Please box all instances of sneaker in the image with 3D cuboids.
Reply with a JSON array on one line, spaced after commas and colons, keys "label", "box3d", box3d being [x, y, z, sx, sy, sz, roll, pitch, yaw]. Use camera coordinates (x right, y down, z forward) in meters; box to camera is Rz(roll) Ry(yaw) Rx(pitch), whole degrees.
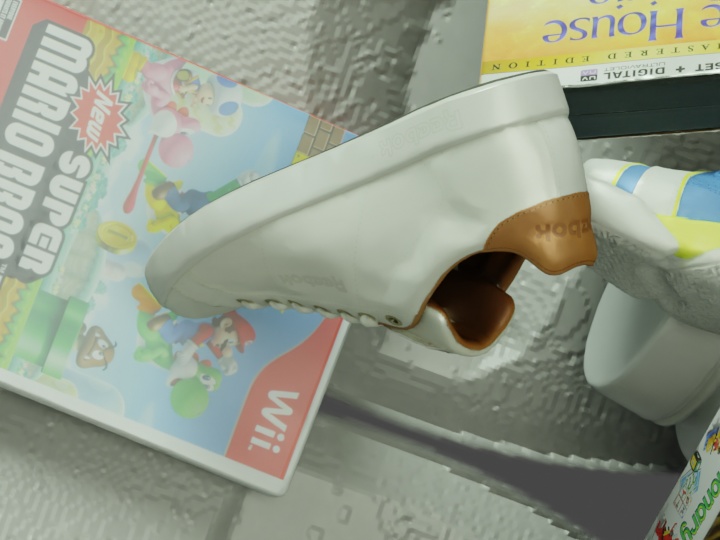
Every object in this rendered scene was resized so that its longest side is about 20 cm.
[{"label": "sneaker", "box3d": [0.000, 0.000, 1.025, 0.073, 0.199, 0.085, -16, 85, -46]}, {"label": "sneaker", "box3d": [0.168, -0.023, 1.037, 0.199, 0.076, 0.106, 21, 77, -13]}]

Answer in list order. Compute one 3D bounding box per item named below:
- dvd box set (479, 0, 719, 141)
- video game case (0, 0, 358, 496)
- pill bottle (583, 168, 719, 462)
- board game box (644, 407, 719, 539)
[{"label": "dvd box set", "box3d": [0.122, -0.131, 1.073, 0.145, 0.029, 0.201, -3, 47, 14]}, {"label": "video game case", "box3d": [-0.095, -0.016, 1.107, 0.199, 0.017, 0.144, 23, 82, -13]}, {"label": "pill bottle", "box3d": [0.195, 0.048, 1.128, 0.199, 0.114, 0.115, 28, 82, -12]}, {"label": "board game box", "box3d": [0.205, 0.096, 1.036, 0.199, 0.035, 0.127, 8, 131, -19]}]
